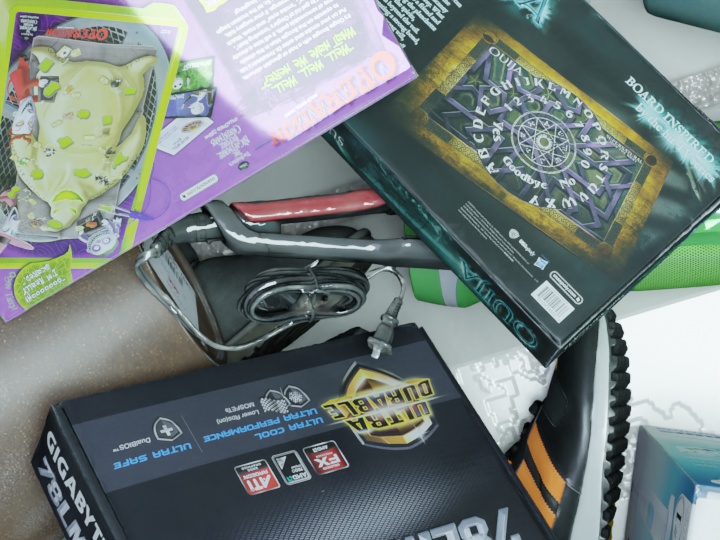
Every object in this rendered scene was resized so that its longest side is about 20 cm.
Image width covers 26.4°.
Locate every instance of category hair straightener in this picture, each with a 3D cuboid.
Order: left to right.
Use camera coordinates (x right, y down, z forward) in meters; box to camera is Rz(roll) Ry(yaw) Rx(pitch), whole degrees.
[{"bbox_3d":[0.000,0.000,0.675,0.198,0.041,0.078,-4,82,-18],"label":"hair straightener"}]

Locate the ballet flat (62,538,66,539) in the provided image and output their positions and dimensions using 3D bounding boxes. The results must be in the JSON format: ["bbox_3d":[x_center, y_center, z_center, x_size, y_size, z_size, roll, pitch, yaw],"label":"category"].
[{"bbox_3d":[-0.097,0.146,0.800,0.198,0.067,0.064,18,86,7],"label":"ballet flat"}]

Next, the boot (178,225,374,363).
[{"bbox_3d":[-0.112,-0.032,0.803,0.181,0.073,0.201,-36,80,7],"label":"boot"}]

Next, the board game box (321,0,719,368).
[{"bbox_3d":[0.060,-0.073,0.679,0.135,0.028,0.200,-38,77,-22],"label":"board game box"}]

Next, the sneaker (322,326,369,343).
[{"bbox_3d":[0.018,0.118,0.758,0.078,0.070,0.201,-39,64,10],"label":"sneaker"}]

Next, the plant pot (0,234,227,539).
[{"bbox_3d":[-0.170,0.051,0.720,0.199,0.187,0.188,-29,87,4],"label":"plant pot"}]

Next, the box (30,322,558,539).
[{"bbox_3d":[-0.009,0.126,0.645,0.199,0.199,0.050,57,138,29],"label":"box"}]

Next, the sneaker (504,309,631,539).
[{"bbox_3d":[0.085,0.112,0.774,0.089,0.070,0.202,5,88,16],"label":"sneaker"}]

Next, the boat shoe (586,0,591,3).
[{"bbox_3d":[0.093,-0.163,0.769,0.060,0.076,0.201,18,73,48],"label":"boat shoe"}]

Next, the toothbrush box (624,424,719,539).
[{"bbox_3d":[0.168,0.158,0.698,0.084,0.200,0.148,7,91,3],"label":"toothbrush box"}]

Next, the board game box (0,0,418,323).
[{"bbox_3d":[-0.091,-0.080,0.625,0.199,0.032,0.121,-30,100,1],"label":"board game box"}]

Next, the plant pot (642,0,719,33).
[{"bbox_3d":[0.238,-0.175,0.699,0.194,0.200,0.202,13,92,15],"label":"plant pot"}]

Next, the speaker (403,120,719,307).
[{"bbox_3d":[0.123,-0.029,0.758,0.198,0.088,0.089,-4,90,7],"label":"speaker"}]
